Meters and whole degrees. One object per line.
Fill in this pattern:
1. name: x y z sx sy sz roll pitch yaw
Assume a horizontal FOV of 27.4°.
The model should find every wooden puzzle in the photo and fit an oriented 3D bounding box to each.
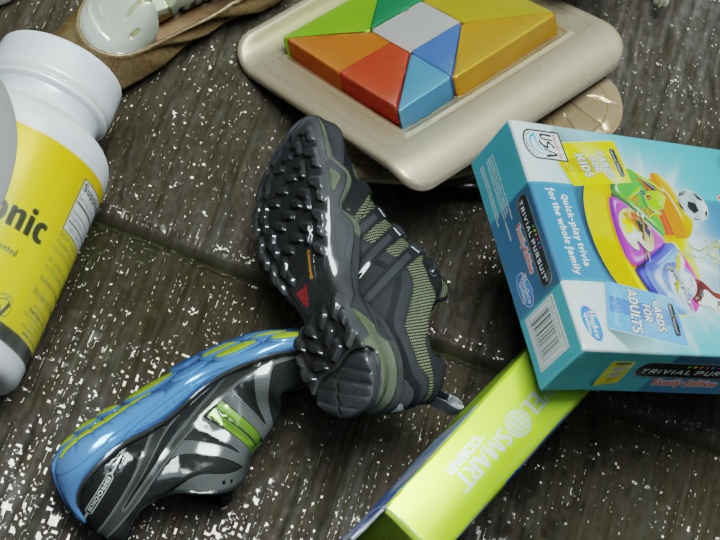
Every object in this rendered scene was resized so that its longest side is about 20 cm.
1. wooden puzzle: 0.042 -0.149 0.966 0.184 0.037 0.200 -33 48 -20

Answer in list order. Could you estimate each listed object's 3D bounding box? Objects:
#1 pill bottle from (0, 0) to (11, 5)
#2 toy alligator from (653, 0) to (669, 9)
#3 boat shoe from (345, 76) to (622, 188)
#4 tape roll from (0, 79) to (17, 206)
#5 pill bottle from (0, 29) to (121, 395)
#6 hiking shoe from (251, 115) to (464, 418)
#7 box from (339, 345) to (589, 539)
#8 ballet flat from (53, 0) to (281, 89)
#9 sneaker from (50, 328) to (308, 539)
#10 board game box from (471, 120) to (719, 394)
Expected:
1. pill bottle: -0.246 -0.254 0.904 0.108 0.200 0.111 4 68 -9
2. toy alligator: 0.202 -0.284 1.080 0.054 0.059 0.202 10 68 -7
3. boat shoe: 0.073 -0.084 0.977 0.198 0.065 0.073 -10 65 5
4. tape roll: -0.285 -0.058 0.804 0.201 0.037 0.204 -7 61 12
5. pill bottle: -0.216 -0.038 0.877 0.110 0.111 0.201 21 66 -3
6. hiking shoe: 0.000 0.000 0.892 0.100 0.076 0.202 11 54 -40
7. box: 0.064 0.111 0.869 0.048 0.122 0.200 43 68 6
8. ballet flat: -0.124 -0.177 0.969 0.199 0.072 0.068 -28 78 -19
9. sneaker: -0.087 0.094 0.885 0.199 0.071 0.083 -30 101 -23
10. board game box: 0.176 -0.005 0.865 0.198 0.047 0.152 4 56 -30
